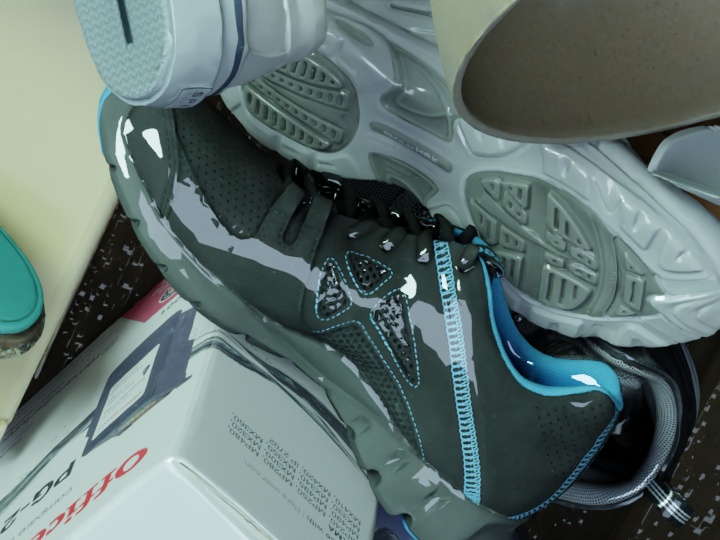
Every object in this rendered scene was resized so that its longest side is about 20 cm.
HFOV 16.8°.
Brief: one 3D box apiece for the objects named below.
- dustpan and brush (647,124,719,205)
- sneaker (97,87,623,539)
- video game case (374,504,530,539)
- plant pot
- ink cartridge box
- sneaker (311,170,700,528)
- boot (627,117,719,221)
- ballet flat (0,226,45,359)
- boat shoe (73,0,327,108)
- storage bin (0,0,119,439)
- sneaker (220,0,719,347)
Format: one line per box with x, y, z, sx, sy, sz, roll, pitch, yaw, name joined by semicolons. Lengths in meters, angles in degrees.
0.196;-0.022;0.798;0.139;0.200;0.058;20;92;31;dustpan and brush
0.000;0.000;0.790;0.082;0.073;0.200;-40;103;20;sneaker
-0.026;0.141;0.896;0.200;0.143;0.019;-38;131;10;video game case
0.100;-0.139;0.702;0.199;0.200;0.135;-20;74;6;plant pot
-0.069;0.083;0.833;0.145;0.200;0.084;-41;105;20;ink cartridge box
0.054;0.009;0.865;0.075;0.114;0.200;-42;104;11;sneaker
0.104;-0.102;0.860;0.199;0.077;0.156;29;130;6;boot
-0.191;-0.031;0.785;0.200;0.068;0.075;42;125;-7;ballet flat
-0.059;-0.146;0.666;0.067;0.073;0.201;-16;99;-38;boat shoe
-0.166;-0.074;0.846;0.198;0.094;0.201;25;106;-8;storage bin
0.053;-0.055;0.822;0.200;0.099;0.078;35;140;11;sneaker
